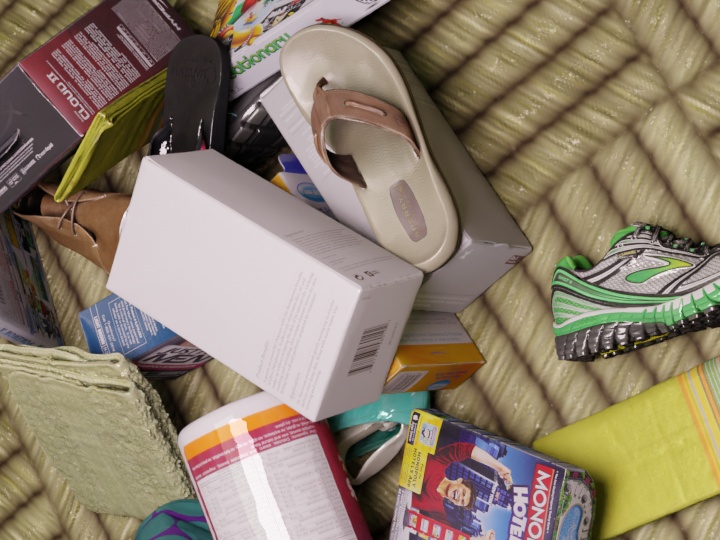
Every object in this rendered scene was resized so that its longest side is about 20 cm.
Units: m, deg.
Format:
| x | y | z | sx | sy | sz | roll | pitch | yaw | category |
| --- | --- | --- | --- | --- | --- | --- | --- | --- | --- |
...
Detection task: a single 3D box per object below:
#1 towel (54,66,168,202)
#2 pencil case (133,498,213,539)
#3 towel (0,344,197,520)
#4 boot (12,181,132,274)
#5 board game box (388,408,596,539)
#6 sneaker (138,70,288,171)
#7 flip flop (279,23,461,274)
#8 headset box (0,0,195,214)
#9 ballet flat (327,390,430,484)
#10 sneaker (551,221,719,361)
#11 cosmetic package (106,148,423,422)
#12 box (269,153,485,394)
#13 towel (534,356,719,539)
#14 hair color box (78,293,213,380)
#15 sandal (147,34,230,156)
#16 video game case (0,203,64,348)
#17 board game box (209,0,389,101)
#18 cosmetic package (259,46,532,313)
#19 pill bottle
| x | y | z | sx | sy | sz | roll | pitch | yaw | category |
| --- | --- | --- | --- | --- | --- | --- | --- | --- | --- |
| -0.170 | -0.114 | 1.468 | 0.018 | 0.200 | 0.086 | 34 | 118 | 5 | towel |
| -0.131 | 0.241 | 1.410 | 0.092 | 0.200 | 0.085 | 20 | 104 | -6 | pencil case |
| -0.200 | 0.133 | 1.508 | 0.148 | 0.037 | 0.201 | 8 | 138 | 32 | towel |
| -0.218 | -0.037 | 1.525 | 0.200 | 0.075 | 0.074 | 14 | 87 | 55 | boot |
| 0.107 | 0.219 | 1.328 | 0.199 | 0.061 | 0.201 | 19 | 103 | 43 | board game box |
| -0.112 | -0.108 | 1.499 | 0.200 | 0.075 | 0.079 | -47 | 62 | 24 | sneaker |
| 0.002 | -0.087 | 1.309 | 0.081 | 0.057 | 0.201 | -34 | 72 | 26 | flip flop |
| -0.238 | -0.131 | 1.481 | 0.077 | 0.200 | 0.149 | 48 | 130 | -8 | headset box |
| -0.028 | 0.137 | 1.437 | 0.200 | 0.067 | 0.071 | -32 | 53 | 27 | ballet flat |
| 0.211 | 0.001 | 1.282 | 0.199 | 0.078 | 0.086 | -18 | 78 | 32 | sneaker |
| -0.070 | 0.006 | 1.310 | 0.200 | 0.085 | 0.108 | 33 | 115 | 27 | cosmetic package |
| 0.000 | 0.000 | 1.397 | 0.041 | 0.119 | 0.200 | -45 | 66 | 25 | box |
| 0.215 | 0.121 | 1.306 | 0.199 | 0.018 | 0.086 | -29 | 69 | 31 | towel |
| -0.113 | 0.022 | 1.482 | 0.199 | 0.100 | 0.061 | -29 | 72 | 30 | hair color box |
| -0.135 | -0.077 | 1.414 | 0.075 | 0.045 | 0.201 | 2 | 90 | 34 | sandal |
| -0.305 | -0.035 | 1.568 | 0.022 | 0.182 | 0.201 | -19 | 77 | 4 | video game case |
| -0.037 | -0.220 | 1.423 | 0.200 | 0.035 | 0.127 | -27 | 40 | 39 | board game box |
| 0.027 | -0.070 | 1.389 | 0.090 | 0.107 | 0.201 | -39 | 67 | 23 | cosmetic package |
| -0.050 | 0.191 | 1.361 | 0.109 | 0.109 | 0.201 | -27 | 79 | 30 | pill bottle |
